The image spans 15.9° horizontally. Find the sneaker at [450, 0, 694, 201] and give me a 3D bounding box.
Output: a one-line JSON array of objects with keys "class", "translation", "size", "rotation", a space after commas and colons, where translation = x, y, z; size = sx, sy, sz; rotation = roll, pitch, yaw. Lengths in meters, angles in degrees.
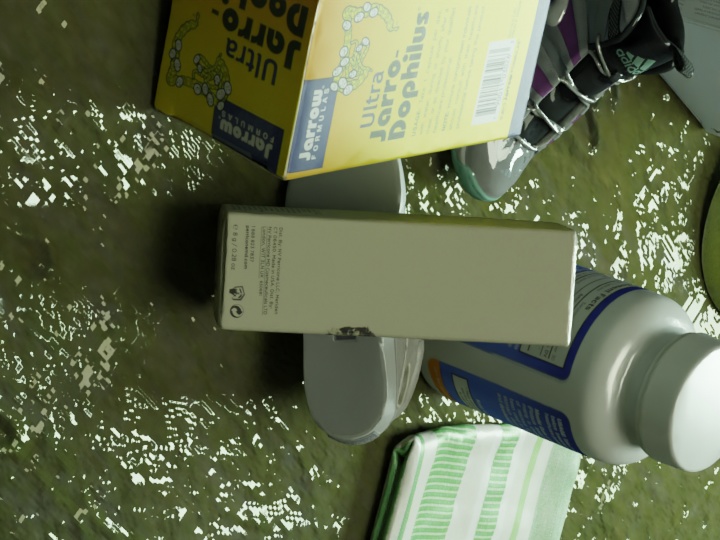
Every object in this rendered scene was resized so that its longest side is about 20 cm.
[{"class": "sneaker", "translation": [0.144, -0.126, 1.592], "size": [0.078, 0.140, 0.201], "rotation": [23, 87, -51]}]

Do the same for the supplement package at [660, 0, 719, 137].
[{"class": "supplement package", "translation": [0.278, -0.164, 1.721], "size": [0.200, 0.156, 0.111], "rotation": [39, 76, -50]}]

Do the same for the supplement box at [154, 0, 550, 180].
[{"class": "supplement box", "translation": [-0.001, -0.131, 1.440], "size": [0.200, 0.109, 0.110], "rotation": [-13, 123, -46]}]

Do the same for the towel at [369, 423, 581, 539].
[{"class": "towel", "translation": [0.075, 0.177, 1.740], "size": [0.200, 0.023, 0.153], "rotation": [4, 102, -50]}]

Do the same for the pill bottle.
[{"class": "pill bottle", "translation": [0.142, 0.057, 1.623], "size": [0.112, 0.200, 0.112], "rotation": [-23, 123, -42]}]

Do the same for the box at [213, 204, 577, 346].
[{"class": "box", "translation": [0.018, 0.002, 1.459], "size": [0.199, 0.082, 0.069], "rotation": [4, 94, -4]}]

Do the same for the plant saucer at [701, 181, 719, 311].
[{"class": "plant saucer", "translation": [0.338, -0.041, 1.909], "size": [0.200, 0.031, 0.201], "rotation": [-19, 125, -28]}]

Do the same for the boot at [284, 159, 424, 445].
[{"class": "boot", "translation": [0.000, 0.000, 1.552], "size": [0.096, 0.073, 0.201], "rotation": [-20, 112, -76]}]
